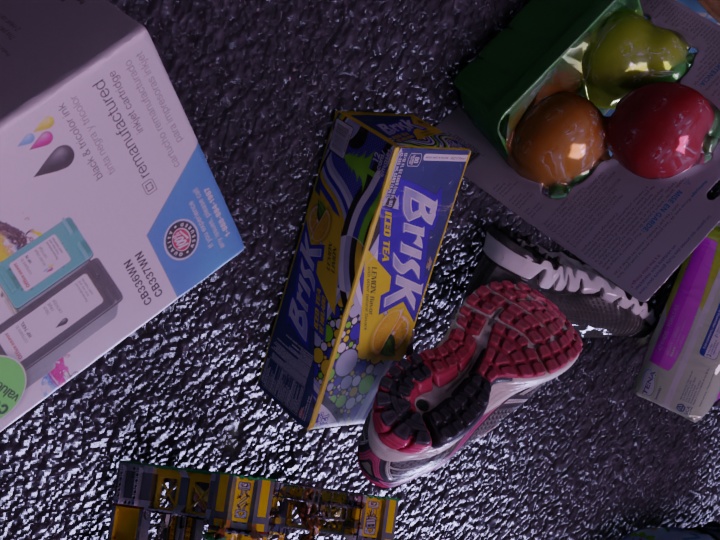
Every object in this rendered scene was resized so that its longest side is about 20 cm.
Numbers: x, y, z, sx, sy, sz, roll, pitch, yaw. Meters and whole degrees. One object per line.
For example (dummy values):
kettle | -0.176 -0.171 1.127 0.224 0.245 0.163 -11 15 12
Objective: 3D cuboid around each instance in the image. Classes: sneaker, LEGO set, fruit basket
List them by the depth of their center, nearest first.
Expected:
LEGO set | -0.072 0.192 1.005 0.200 0.154 0.116 22 73 -59
fruit basket | 0.168 -0.094 1.007 0.185 0.200 0.094 -47 153 -9
sneaker | 0.069 0.072 1.045 0.200 0.081 0.075 -28 157 -38
sneaker | 0.143 0.031 1.169 0.200 0.066 0.091 19 106 -44

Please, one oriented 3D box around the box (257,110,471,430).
box | 0.000 0.000 1.013 0.070 0.064 0.200 -2 118 -42

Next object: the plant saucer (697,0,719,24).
plant saucer | 0.311 -0.245 1.058 0.200 0.200 0.035 -65 162 12

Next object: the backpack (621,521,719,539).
backpack | 0.292 0.328 1.426 0.200 0.147 0.183 14 103 -44

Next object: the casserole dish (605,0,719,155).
casserole dish | 0.223 -0.147 1.142 0.121 0.039 0.200 -2 117 -42

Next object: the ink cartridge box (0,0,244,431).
ink cartridge box | -0.192 -0.032 0.754 0.200 0.146 0.147 -38 136 -17

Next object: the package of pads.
package of pads | 0.291 0.015 1.241 0.200 0.068 0.155 -27 139 -63
